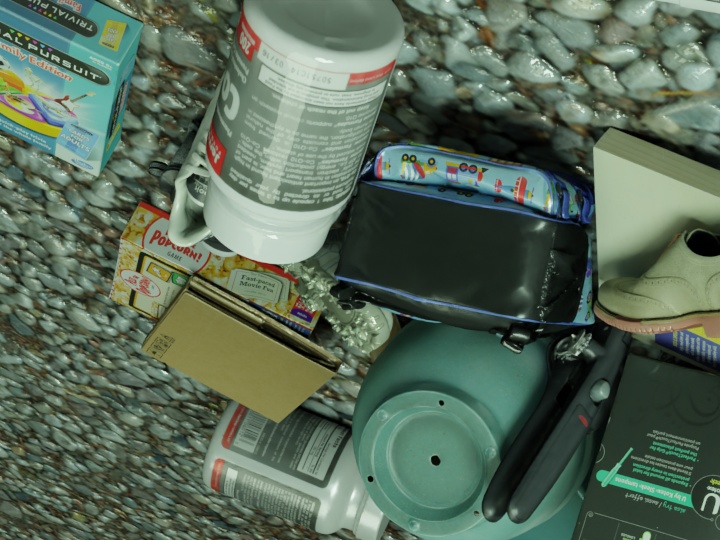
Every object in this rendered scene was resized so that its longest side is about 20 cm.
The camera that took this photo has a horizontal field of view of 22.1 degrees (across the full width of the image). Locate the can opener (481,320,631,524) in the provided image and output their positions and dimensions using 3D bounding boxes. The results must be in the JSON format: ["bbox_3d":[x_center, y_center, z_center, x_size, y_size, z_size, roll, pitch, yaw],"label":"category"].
[{"bbox_3d":[0.154,0.115,1.397,0.079,0.200,0.063,49,142,-15],"label":"can opener"}]

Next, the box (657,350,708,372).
[{"bbox_3d":[0.351,0.080,1.453,0.158,0.050,0.200,31,153,-12],"label":"box"}]

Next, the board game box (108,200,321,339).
[{"bbox_3d":[-0.140,0.025,1.779,0.200,0.046,0.152,26,154,-1],"label":"board game box"}]

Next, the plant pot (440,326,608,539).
[{"bbox_3d":[0.162,0.131,1.621,0.141,0.141,0.200,-6,130,46],"label":"plant pot"}]

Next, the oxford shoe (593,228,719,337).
[{"bbox_3d":[0.236,0.006,1.307,0.071,0.074,0.200,-11,-175,-32],"label":"oxford shoe"}]

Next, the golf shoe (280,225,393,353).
[{"bbox_3d":[0.000,0.000,1.506,0.078,0.097,0.200,62,172,-24],"label":"golf shoe"}]

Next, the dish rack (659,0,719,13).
[{"bbox_3d":[0.144,-0.233,1.076,0.200,0.044,0.172,14,152,22],"label":"dish rack"}]

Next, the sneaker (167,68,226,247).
[{"bbox_3d":[-0.095,-0.101,1.425,0.076,0.081,0.200,32,129,10],"label":"sneaker"}]

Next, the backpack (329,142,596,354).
[{"bbox_3d":[0.098,-0.017,1.404,0.182,0.135,0.200,13,-177,25],"label":"backpack"}]

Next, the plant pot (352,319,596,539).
[{"bbox_3d":[0.076,0.137,1.476,0.200,0.134,0.200,4,103,20],"label":"plant pot"}]

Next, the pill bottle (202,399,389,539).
[{"bbox_3d":[-0.058,0.213,1.972,0.200,0.116,0.116,22,153,8],"label":"pill bottle"}]

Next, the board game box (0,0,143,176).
[{"bbox_3d":[-0.268,-0.171,1.537,0.151,0.047,0.200,26,154,-1],"label":"board game box"}]

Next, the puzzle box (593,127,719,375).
[{"bbox_3d":[0.236,-0.006,1.362,0.133,0.025,0.200,25,147,27],"label":"puzzle box"}]

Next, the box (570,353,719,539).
[{"bbox_3d":[0.248,0.187,1.422,0.124,0.200,0.149,14,169,24],"label":"box"}]

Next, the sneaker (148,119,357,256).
[{"bbox_3d":[-0.099,-0.072,1.537,0.114,0.076,0.200,42,149,-28],"label":"sneaker"}]

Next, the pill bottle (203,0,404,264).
[{"bbox_3d":[-0.048,-0.108,1.316,0.114,0.114,0.200,23,130,4],"label":"pill bottle"}]

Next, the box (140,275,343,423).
[{"bbox_3d":[-0.119,0.081,1.786,0.163,0.021,0.200,29,155,-8],"label":"box"}]

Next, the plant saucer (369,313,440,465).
[{"bbox_3d":[0.044,0.121,1.652,0.035,0.200,0.200,-21,144,0],"label":"plant saucer"}]
